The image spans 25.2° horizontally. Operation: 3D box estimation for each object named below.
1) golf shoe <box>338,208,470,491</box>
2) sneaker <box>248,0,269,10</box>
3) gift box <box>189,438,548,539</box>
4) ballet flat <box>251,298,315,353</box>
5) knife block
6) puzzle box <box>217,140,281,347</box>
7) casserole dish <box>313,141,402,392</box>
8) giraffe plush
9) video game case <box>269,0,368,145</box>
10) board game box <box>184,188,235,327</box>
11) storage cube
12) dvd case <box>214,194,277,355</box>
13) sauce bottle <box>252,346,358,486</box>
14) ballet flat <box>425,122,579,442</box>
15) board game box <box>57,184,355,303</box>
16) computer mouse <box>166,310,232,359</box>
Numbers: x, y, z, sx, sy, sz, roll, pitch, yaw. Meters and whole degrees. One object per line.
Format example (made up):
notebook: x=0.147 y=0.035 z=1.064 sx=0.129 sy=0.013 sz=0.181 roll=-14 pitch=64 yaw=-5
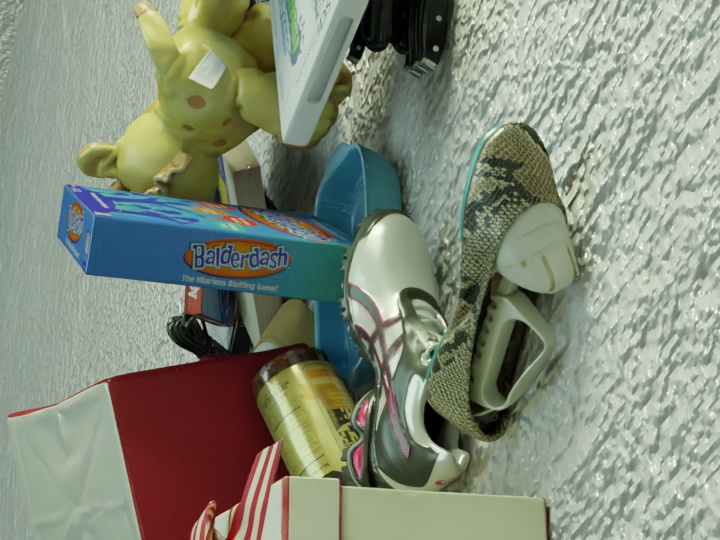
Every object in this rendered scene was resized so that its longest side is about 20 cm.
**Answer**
golf shoe: x=0.039 y=0.051 z=1.058 sx=0.088 sy=0.077 sz=0.200 roll=-20 pitch=66 yaw=47
sneaker: x=-0.074 y=-0.202 z=1.415 sx=0.199 sy=0.079 sz=0.130 roll=177 pitch=90 yaw=-81
gift box: x=-0.001 y=0.204 z=0.922 sx=0.200 sy=0.186 sz=0.185 roll=131 pitch=140 yaw=-60
ballet flat: x=-0.075 y=0.122 z=1.337 sx=0.069 sy=0.063 sz=0.200 roll=4 pitch=90 yaw=49
knife block: x=0.037 y=-0.245 z=1.138 sx=0.176 sy=0.064 sz=0.200 roll=-107 pitch=30 yaw=-47
puzzle box: x=-0.098 y=-0.025 z=1.412 sx=0.133 sy=0.025 sz=0.200 roll=-119 pitch=19 yaw=-60
casserole dish: x=0.000 y=0.000 z=1.206 sx=0.121 sy=0.039 sz=0.200 roll=133 pitch=138 yaw=-60
giraffe plush: x=-0.124 y=-0.114 z=1.257 sx=0.162 sy=0.173 sz=0.200 roll=-54 pitch=-9 yaw=29
video game case: x=-0.031 y=-0.219 z=1.114 sx=0.182 sy=0.024 sz=0.200 roll=117 pitch=153 yaw=-52
board game box: x=-0.134 y=-0.053 z=1.479 sx=0.103 sy=0.019 sz=0.200 roll=32 pitch=-122 yaw=-74
storage cube: x=-0.135 y=0.166 z=1.212 sx=0.171 sy=0.180 sz=0.200 roll=-20 pitch=80 yaw=50
dvd case: x=-0.128 y=-0.022 z=1.599 sx=0.200 sy=0.025 sz=0.151 roll=-129 pitch=49 yaw=-63
sauce bottle: x=-0.011 y=0.145 z=1.109 sx=0.200 sy=0.066 sz=0.066 roll=60 pitch=144 yaw=30
ballet flat: x=0.088 y=0.015 z=0.930 sx=0.075 sy=0.068 sz=0.200 roll=42 pitch=132 yaw=40
board game box: x=-0.108 y=-0.020 z=1.163 sx=0.152 sy=0.200 sz=0.045 roll=-149 pitch=68 yaw=-68
computer mouse: x=-0.126 y=0.135 z=1.449 sx=0.110 sy=0.044 sz=0.200 roll=56 pitch=-170 yaw=-43
